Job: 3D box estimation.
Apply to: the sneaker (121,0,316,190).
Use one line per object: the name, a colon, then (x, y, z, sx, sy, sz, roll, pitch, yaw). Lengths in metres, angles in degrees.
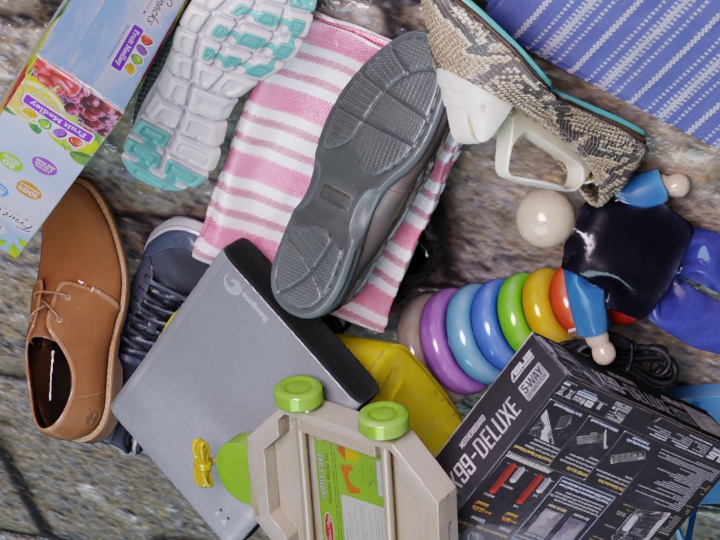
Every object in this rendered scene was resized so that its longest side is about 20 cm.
sneaker: (-0.094, -0.147, 1.233, 0.077, 0.092, 0.200, 24, 127, -24)

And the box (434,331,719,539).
box: (0.145, 0.143, 1.315, 0.199, 0.050, 0.158, 23, 111, -40)

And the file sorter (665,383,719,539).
file sorter: (0.228, 0.179, 1.472, 0.199, 0.123, 0.139, -7, 137, 32)

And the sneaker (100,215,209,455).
sneaker: (-0.165, 0.059, 1.484, 0.077, 0.147, 0.203, 27, 143, -7)

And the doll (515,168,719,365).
doll: (0.191, 0.002, 1.278, 0.199, 0.137, 0.048, 26, -172, -16)

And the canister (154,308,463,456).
canister: (-0.037, 0.098, 1.408, 0.199, 0.087, 0.149, 9, 150, 39)

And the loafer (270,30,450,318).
loafer: (0.008, -0.061, 1.235, 0.072, 0.201, 0.063, 36, -165, 25)

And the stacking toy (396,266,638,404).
stacking toy: (0.124, 0.034, 1.371, 0.199, 0.086, 0.085, -20, 129, 37)

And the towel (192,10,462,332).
towel: (-0.018, -0.064, 1.278, 0.146, 0.030, 0.201, 21, 115, -2)

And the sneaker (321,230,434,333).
sneaker: (0.000, 0.000, 1.383, 0.097, 0.071, 0.201, 25, 144, 7)

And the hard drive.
hard drive: (-0.083, 0.087, 1.331, 0.140, 0.033, 0.200, 48, 133, 9)

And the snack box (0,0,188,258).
snack box: (-0.179, -0.126, 1.225, 0.067, 0.169, 0.200, 33, 144, -13)

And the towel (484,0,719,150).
towel: (0.186, -0.150, 1.150, 0.199, 0.024, 0.145, 27, 142, -13)

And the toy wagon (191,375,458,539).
toy wagon: (-0.025, 0.144, 1.263, 0.199, 0.040, 0.156, 16, 121, 34)

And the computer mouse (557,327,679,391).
computer mouse: (0.132, 0.125, 1.355, 0.109, 0.044, 0.200, 14, 121, -43)

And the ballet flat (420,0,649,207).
ballet flat: (0.099, -0.095, 1.180, 0.200, 0.076, 0.068, 31, 178, -36)

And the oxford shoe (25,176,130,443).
oxford shoe: (-0.217, 0.027, 1.431, 0.071, 0.201, 0.071, -8, 171, 27)
